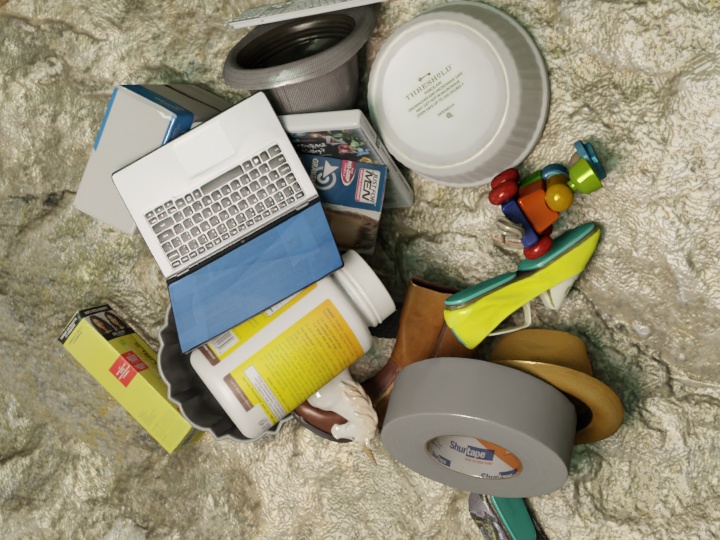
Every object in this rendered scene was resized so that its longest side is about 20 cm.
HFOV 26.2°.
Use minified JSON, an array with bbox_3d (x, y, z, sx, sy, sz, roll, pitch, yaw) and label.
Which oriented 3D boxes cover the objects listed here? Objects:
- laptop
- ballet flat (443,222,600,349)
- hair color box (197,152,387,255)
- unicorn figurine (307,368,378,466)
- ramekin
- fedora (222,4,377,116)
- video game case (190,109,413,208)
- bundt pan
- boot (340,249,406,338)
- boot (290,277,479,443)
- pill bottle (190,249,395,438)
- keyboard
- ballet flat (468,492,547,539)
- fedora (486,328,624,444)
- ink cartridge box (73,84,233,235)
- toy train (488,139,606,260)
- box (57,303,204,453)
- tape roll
[{"bbox_3d":[-0.138,-0.052,1.568,0.186,0.116,0.201,-28,92,5],"label":"laptop"},{"bbox_3d":[0.178,0.021,1.642,0.199,0.067,0.067,-28,100,-17],"label":"ballet flat"},{"bbox_3d":[-0.075,-0.079,1.681,0.198,0.100,0.061,8,63,0],"label":"hair color box"},{"bbox_3d":[-0.043,0.105,1.632,0.136,0.074,0.202,6,92,4],"label":"unicorn figurine"},{"bbox_3d":[0.099,-0.189,1.667,0.201,0.094,0.204,3,97,21],"label":"ramekin"},{"bbox_3d":[-0.058,-0.217,1.698,0.175,0.200,0.091,-10,118,16],"label":"fedora"},{"bbox_3d":[-0.062,-0.116,1.700,0.198,0.182,0.024,-2,64,21],"label":"video game case"},{"bbox_3d":[-0.133,0.095,1.796,0.200,0.076,0.204,2,96,20],"label":"bundt pan"},{"bbox_3d":[0.000,0.000,1.732,0.198,0.070,0.133,8,59,-14],"label":"boot"},{"bbox_3d":[0.032,0.100,1.682,0.187,0.069,0.201,16,120,-7],"label":"boot"},{"bbox_3d":[-0.065,0.069,1.557,0.199,0.109,0.110,-37,81,-7],"label":"pill bottle"},{"bbox_3d":[-0.050,-0.300,1.735,0.198,0.056,0.011,-7,119,21],"label":"keyboard"},{"bbox_3d":[0.179,0.319,1.713,0.072,0.072,0.201,-30,84,21],"label":"ballet flat"},{"bbox_3d":[0.190,0.116,1.647,0.199,0.201,0.082,4,61,21],"label":"fedora"},{"bbox_3d":[-0.221,-0.128,1.742,0.084,0.200,0.146,26,104,14],"label":"ink cartridge box"},{"bbox_3d":[0.198,-0.073,1.586,0.115,0.200,0.085,-33,98,13],"label":"toy train"},{"bbox_3d":[-0.267,0.128,1.853,0.200,0.075,0.050,44,109,13],"label":"box"},{"bbox_3d":[0.124,0.166,1.610,0.199,0.201,0.067,5,61,21],"label":"tape roll"}]
